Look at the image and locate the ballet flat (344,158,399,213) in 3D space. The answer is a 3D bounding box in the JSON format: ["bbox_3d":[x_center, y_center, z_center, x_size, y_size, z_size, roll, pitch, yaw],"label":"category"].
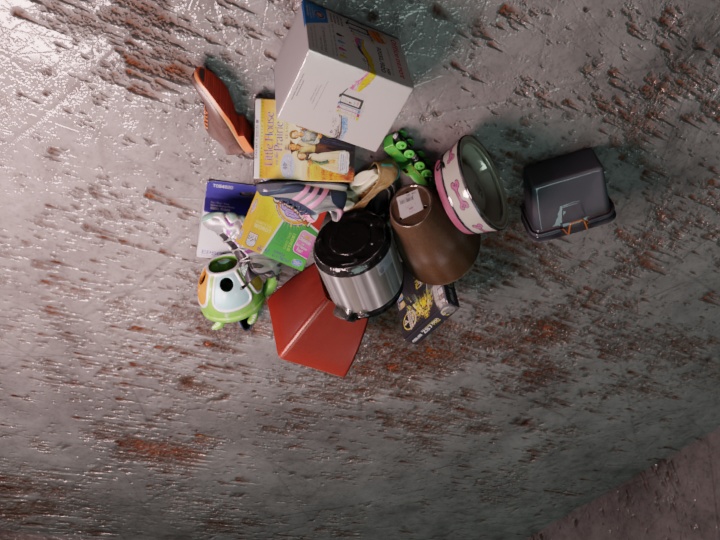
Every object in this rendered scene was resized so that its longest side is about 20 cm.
[{"bbox_3d":[-0.003,-0.167,1.434,0.071,0.069,0.199,3,153,-42],"label":"ballet flat"}]

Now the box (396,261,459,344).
[{"bbox_3d":[0.148,0.046,1.627,0.048,0.204,0.161,21,133,-33],"label":"box"}]

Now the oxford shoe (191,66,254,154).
[{"bbox_3d":[-0.263,-0.281,1.264,0.071,0.073,0.201,-14,141,14],"label":"oxford shoe"}]

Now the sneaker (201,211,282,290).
[{"bbox_3d":[-0.244,-0.032,1.430,0.196,0.144,0.077,17,163,-26],"label":"sneaker"}]

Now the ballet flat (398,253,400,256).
[{"bbox_3d":[0.162,-0.092,1.587,0.197,0.068,0.047,-26,108,23],"label":"ballet flat"}]

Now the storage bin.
[{"bbox_3d":[0.445,-0.165,1.501,0.195,0.147,0.136,-16,130,8],"label":"storage bin"}]

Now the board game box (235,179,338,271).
[{"bbox_3d":[-0.147,-0.122,1.407,0.151,0.040,0.204,22,93,-33],"label":"board game box"}]

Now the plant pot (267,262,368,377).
[{"bbox_3d":[-0.088,0.103,1.669,0.197,0.202,0.177,21,120,-32],"label":"plant pot"}]

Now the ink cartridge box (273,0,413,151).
[{"bbox_3d":[-0.033,-0.331,1.189,0.195,0.150,0.145,13,136,-25],"label":"ink cartridge box"}]

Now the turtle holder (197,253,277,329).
[{"bbox_3d":[-0.271,0.037,1.524,0.180,0.143,0.134,1,128,11],"label":"turtle holder"}]

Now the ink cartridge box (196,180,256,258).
[{"bbox_3d":[-0.250,-0.098,1.503,0.194,0.041,0.202,5,138,-17],"label":"ink cartridge box"}]

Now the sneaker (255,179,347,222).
[{"bbox_3d":[-0.113,-0.136,1.357,0.195,0.070,0.085,0,101,-29],"label":"sneaker"}]

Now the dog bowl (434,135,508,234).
[{"bbox_3d":[0.223,-0.166,1.405,0.073,0.205,0.199,-23,140,31],"label":"dog bowl"}]

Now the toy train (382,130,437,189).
[{"bbox_3d":[0.114,-0.218,1.439,0.055,0.043,0.199,-20,140,29],"label":"toy train"}]

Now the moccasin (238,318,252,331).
[{"bbox_3d":[-0.278,0.069,1.671,0.078,0.069,0.203,-10,138,1],"label":"moccasin"}]

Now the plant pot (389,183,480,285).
[{"bbox_3d":[0.137,-0.094,1.443,0.183,0.191,0.200,-23,151,16],"label":"plant pot"}]

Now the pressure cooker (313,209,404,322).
[{"bbox_3d":[0.002,0.001,1.456,0.172,0.181,0.202,-20,136,4],"label":"pressure cooker"}]

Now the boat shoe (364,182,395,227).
[{"bbox_3d":[0.032,-0.118,1.514,0.072,0.069,0.201,7,137,-19],"label":"boat shoe"}]

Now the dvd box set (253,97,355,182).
[{"bbox_3d":[-0.105,-0.246,1.310,0.194,0.029,0.151,1,104,-12],"label":"dvd box set"}]
